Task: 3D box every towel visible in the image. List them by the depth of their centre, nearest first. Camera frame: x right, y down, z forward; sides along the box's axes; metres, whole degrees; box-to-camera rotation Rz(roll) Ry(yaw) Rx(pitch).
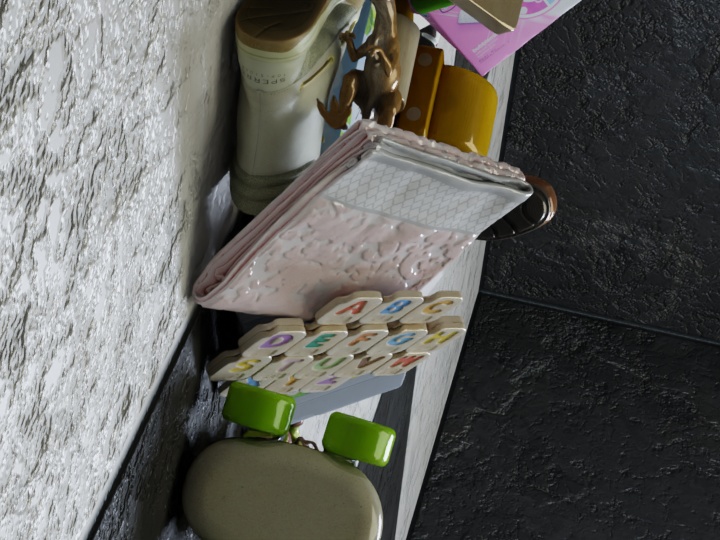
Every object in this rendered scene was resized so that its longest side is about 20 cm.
[{"bbox_3d":[0.005,-0.023,1.228,0.191,0.032,0.200,-42,149,28],"label":"towel"}]

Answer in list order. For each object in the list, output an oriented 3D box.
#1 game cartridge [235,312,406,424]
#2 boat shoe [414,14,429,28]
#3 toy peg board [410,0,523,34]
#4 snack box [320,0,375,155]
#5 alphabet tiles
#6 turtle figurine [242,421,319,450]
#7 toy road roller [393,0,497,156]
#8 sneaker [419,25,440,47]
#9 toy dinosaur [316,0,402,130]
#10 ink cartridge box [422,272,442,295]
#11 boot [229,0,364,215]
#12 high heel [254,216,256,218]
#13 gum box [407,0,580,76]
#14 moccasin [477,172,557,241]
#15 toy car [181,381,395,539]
[{"bbox_3d":[-0.026,0.057,1.405,0.200,0.133,0.041,76,-10,-57],"label":"game cartridge"},{"bbox_3d":[0.057,-0.294,1.716,0.200,0.068,0.072,-32,159,-44],"label":"boat shoe"},{"bbox_3d":[0.054,-0.327,1.447,0.199,0.098,0.201,29,66,-35],"label":"toy peg board"},{"bbox_3d":[-0.022,-0.143,1.404,0.200,0.067,0.169,64,38,-76],"label":"snack box"},{"bbox_3d":[-0.017,0.062,1.324,0.195,0.199,0.015,-37,-119,45],"label":"alphabet tiles"},{"bbox_3d":[-0.072,0.192,1.577,0.161,0.064,0.201,33,70,-82],"label":"turtle figurine"},{"bbox_3d":[0.056,-0.164,1.626,0.200,0.145,0.123,79,21,-70],"label":"toy road roller"},{"bbox_3d":[0.060,-0.273,1.842,0.116,0.075,0.201,110,1,-72],"label":"sneaker"},{"bbox_3d":[0.011,-0.119,1.219,0.106,0.060,0.201,-63,165,-47],"label":"toy dinosaur"},{"bbox_3d":[0.000,0.000,1.547,0.200,0.084,0.146,-50,156,-37],"label":"ink cartridge box"},{"bbox_3d":[-0.043,-0.145,1.242,0.200,0.072,0.155,-58,159,-54],"label":"boot"},{"bbox_3d":[0.011,-0.020,1.385,0.200,0.096,0.068,19,73,-46],"label":"high heel"},{"bbox_3d":[0.142,-0.282,1.561,0.113,0.200,0.066,42,16,-40],"label":"gum box"},{"bbox_3d":[0.104,-0.062,1.631,0.078,0.201,0.074,-23,100,-47],"label":"moccasin"},{"bbox_3d":[-0.066,0.186,1.373,0.200,0.157,0.165,143,-36,-84],"label":"toy car"}]
